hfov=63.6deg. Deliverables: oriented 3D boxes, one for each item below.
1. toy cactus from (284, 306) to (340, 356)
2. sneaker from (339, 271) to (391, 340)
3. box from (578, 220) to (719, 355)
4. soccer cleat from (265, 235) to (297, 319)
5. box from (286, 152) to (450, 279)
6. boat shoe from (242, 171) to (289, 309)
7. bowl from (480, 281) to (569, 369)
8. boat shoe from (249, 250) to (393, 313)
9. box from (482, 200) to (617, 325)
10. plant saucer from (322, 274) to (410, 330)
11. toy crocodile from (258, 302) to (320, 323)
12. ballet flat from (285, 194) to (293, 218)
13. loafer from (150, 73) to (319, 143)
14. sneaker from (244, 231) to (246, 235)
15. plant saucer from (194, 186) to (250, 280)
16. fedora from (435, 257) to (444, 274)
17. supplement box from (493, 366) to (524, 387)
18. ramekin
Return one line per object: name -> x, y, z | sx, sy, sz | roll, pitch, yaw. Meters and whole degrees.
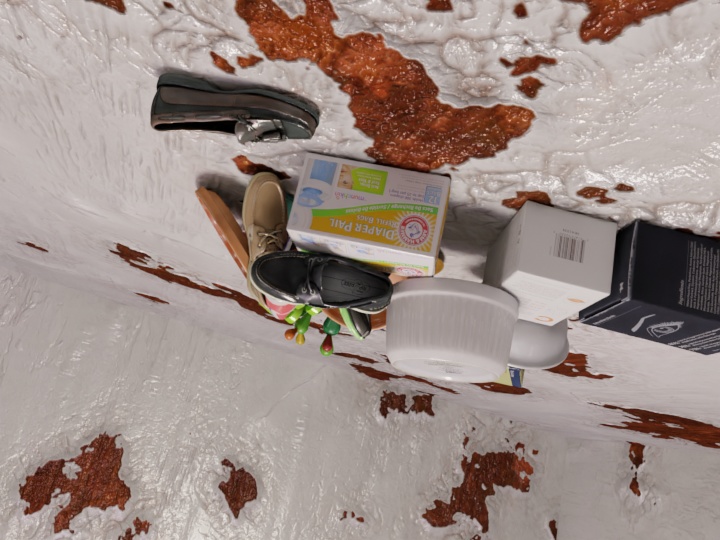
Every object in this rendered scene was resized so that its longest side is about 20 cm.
toy cactus -> -0.071, 0.055, 1.054 | 0.162, 0.206, 0.101 | -14, 176, 35
sneaker -> 0.010, -0.003, 0.841 | 0.081, 0.206, 0.077 | -1, 165, 16
box -> 0.413, 0.029, 0.765 | 0.194, 0.107, 0.148 | 15, 164, 0
soccer cleat -> -0.084, -0.019, 0.867 | 0.067, 0.202, 0.074 | 23, 146, 8
box -> 0.015, -0.069, 0.776 | 0.194, 0.116, 0.102 | 10, 164, 9
boat shoe -> -0.135, -0.043, 0.872 | 0.069, 0.206, 0.064 | -9, -155, -24
bowl -> 0.262, 0.066, 0.970 | 0.195, 0.093, 0.203 | 7, -152, -4
boat shoe -> -0.046, 0.013, 0.760 | 0.194, 0.076, 0.066 | 18, 163, -12
box -> 0.254, -0.001, 0.816 | 0.121, 0.100, 0.201 | 14, 163, 1
plant saucer -> 0.000, 0.000, 0.954 | 0.195, 0.206, 0.037 | 10, -156, 16
toy crocodile -> -0.106, 0.037, 0.957 | 0.067, 0.063, 0.198 | 40, 147, -21
ballet flat -> -0.106, -0.064, 0.968 | 0.066, 0.072, 0.199 | 3, 160, 34
loafer -> -0.146, -0.170, 0.670 | 0.194, 0.065, 0.072 | 13, 164, 5
sneaker -> -0.181, -0.065, 1.070 | 0.198, 0.073, 0.089 | 13, 130, 50
plant saucer -> -0.215, -0.053, 0.985 | 0.202, 0.032, 0.201 | 55, 168, 17
fedora -> 0.053, 0.005, 1.031 | 0.195, 0.084, 0.201 | 14, 164, 4
supplement box -> 0.251, 0.146, 1.228 | 0.194, 0.138, 0.200 | 8, 163, 20
ramekin -> 0.127, 0.093, 0.838 | 0.194, 0.108, 0.201 | 7, 161, 2
